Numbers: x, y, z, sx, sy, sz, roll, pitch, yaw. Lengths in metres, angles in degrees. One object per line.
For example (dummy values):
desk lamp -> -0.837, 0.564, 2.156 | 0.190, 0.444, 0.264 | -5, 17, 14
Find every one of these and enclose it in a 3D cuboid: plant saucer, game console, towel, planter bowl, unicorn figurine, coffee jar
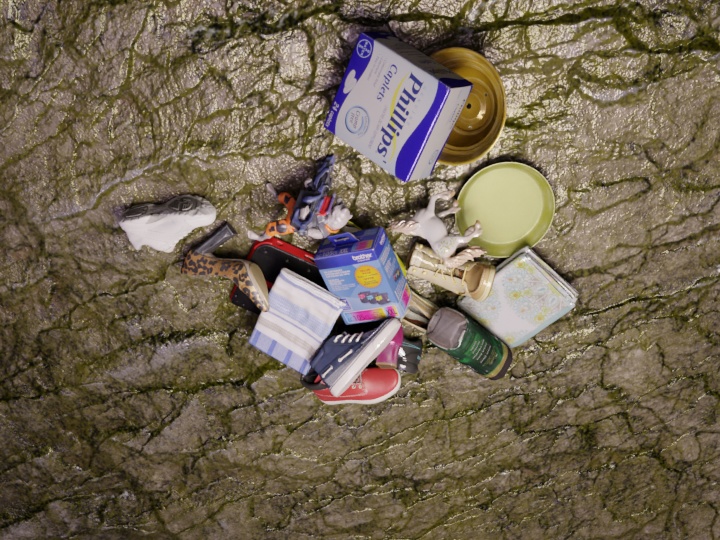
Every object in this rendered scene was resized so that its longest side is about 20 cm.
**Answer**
plant saucer -> 0.283, -0.123, 1.592 | 0.195, 0.031, 0.204 | 0, 118, -1
game console -> -0.152, 0.033, 1.673 | 0.197, 0.031, 0.178 | 24, 121, -11
towel -> -0.130, 0.104, 1.604 | 0.145, 0.024, 0.202 | 29, 119, 0
planter bowl -> 0.182, -0.295, 1.453 | 0.197, 0.083, 0.205 | 7, 105, 28
unicorn figurine -> 0.142, -0.083, 1.541 | 0.136, 0.201, 0.074 | -35, 140, -5
coffee jar -> 0.228, 0.154, 1.661 | 0.199, 0.104, 0.086 | 33, 85, -42
towel -> 0.324, 0.058, 1.663 | 0.171, 0.049, 0.199 | 40, 121, -17

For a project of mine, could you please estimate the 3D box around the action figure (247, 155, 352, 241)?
action figure -> -0.099, -0.120, 1.534 | 0.190, 0.202, 0.106 | 7, 141, 28

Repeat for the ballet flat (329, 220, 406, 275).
ballet flat -> 0.019, -0.038, 1.605 | 0.198, 0.068, 0.067 | 35, 155, -15

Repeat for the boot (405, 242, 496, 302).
boot -> 0.171, -0.001, 1.571 | 0.153, 0.200, 0.074 | 22, 89, -9

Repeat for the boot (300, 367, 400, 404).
boot -> -0.021, 0.231, 1.703 | 0.196, 0.074, 0.144 | -11, 152, 16

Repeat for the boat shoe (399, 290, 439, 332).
boat shoe -> 0.085, 0.072, 1.665 | 0.197, 0.077, 0.072 | 23, 117, -11

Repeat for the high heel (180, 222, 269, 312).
high heel -> -0.269, 0.026, 1.605 | 0.142, 0.071, 0.202 | -35, 75, 13

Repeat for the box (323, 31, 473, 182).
box -> 0.064, -0.288, 1.415 | 0.199, 0.104, 0.186 | 35, 117, 19

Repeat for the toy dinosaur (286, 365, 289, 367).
toy dinosaur -> -0.138, 0.099, 1.666 | 0.100, 0.077, 0.203 | 11, 119, -18

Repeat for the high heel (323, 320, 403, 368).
high heel -> -0.009, 0.145, 1.655 | 0.196, 0.098, 0.067 | 0, 157, 25

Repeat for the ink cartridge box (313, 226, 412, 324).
ink cartridge box -> 0.000, 0.000, 1.560 | 0.134, 0.077, 0.202 | -9, 123, 26

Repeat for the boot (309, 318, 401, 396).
boot -> -0.014, 0.147, 1.577 | 0.090, 0.073, 0.200 | 45, 102, 14

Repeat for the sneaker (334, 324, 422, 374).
sneaker -> 0.041, 0.150, 1.721 | 0.197, 0.075, 0.081 | 24, 87, -6

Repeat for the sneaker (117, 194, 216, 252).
sneaker -> -0.370, -0.086, 1.588 | 0.196, 0.079, 0.101 | -6, 125, 13
